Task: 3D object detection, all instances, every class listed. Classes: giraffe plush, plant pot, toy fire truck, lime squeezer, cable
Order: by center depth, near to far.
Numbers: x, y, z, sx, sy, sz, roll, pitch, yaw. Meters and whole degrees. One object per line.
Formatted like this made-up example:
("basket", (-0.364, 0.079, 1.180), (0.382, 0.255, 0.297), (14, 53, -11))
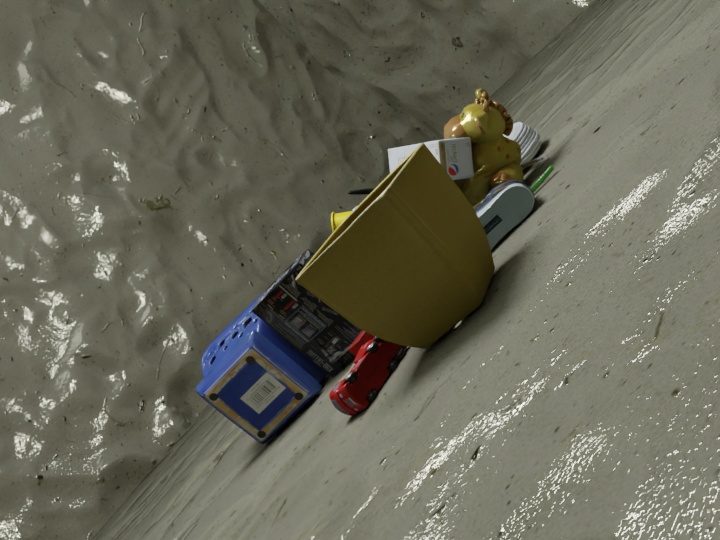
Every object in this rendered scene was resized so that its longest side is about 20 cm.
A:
("plant pot", (0.070, -0.015, 1.234), (0.195, 0.200, 0.194), (-44, 6, 31))
("toy fire truck", (0.004, 0.146, 1.363), (0.141, 0.049, 0.200), (-41, 9, 49))
("lime squeezer", (0.226, -0.111, 1.488), (0.199, 0.071, 0.038), (-15, -25, 18))
("giraffe plush", (0.212, -0.216, 1.577), (0.200, 0.163, 0.173), (-32, 32, -5))
("plant pot", (-0.181, 0.193, 1.714), (0.200, 0.200, 0.180), (-44, 13, 17))
("cable", (0.269, -0.205, 1.779), (0.200, 0.069, 0.200), (-47, 6, -9))

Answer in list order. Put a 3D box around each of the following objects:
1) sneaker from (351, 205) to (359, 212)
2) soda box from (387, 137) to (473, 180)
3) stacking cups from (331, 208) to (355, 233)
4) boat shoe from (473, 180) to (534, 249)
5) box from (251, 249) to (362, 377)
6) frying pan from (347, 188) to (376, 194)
("sneaker", (0.072, -0.087, 1.484), (0.199, 0.073, 0.072), (-8, 24, 27))
("soda box", (0.117, -0.186, 1.563), (0.063, 0.068, 0.200), (-8, 6, -23))
("stacking cups", (0.051, -0.088, 1.600), (0.199, 0.061, 0.061), (-8, 12, 7))
("boat shoe", (0.188, -0.064, 1.425), (0.200, 0.071, 0.091), (-38, 6, 12))
("box", (-0.072, 0.081, 1.629), (0.158, 0.200, 0.050), (-43, 12, 35))
("frying pan", (0.078, -0.132, 1.524), (0.115, 0.031, 0.190), (-2, 8, 36))
